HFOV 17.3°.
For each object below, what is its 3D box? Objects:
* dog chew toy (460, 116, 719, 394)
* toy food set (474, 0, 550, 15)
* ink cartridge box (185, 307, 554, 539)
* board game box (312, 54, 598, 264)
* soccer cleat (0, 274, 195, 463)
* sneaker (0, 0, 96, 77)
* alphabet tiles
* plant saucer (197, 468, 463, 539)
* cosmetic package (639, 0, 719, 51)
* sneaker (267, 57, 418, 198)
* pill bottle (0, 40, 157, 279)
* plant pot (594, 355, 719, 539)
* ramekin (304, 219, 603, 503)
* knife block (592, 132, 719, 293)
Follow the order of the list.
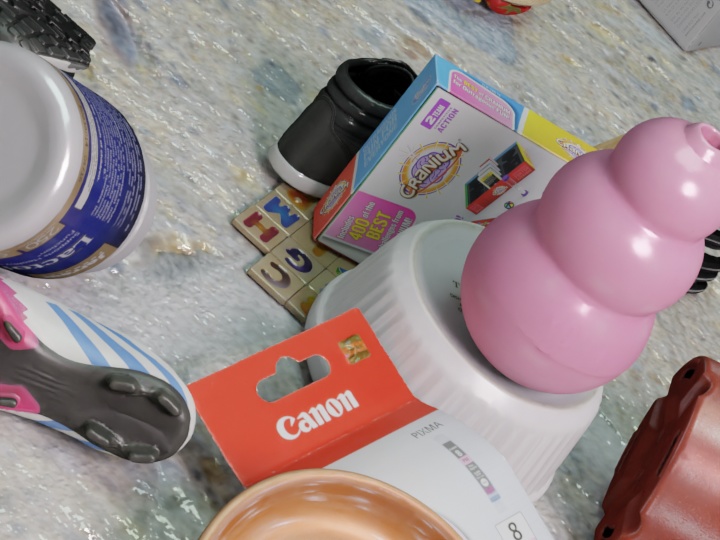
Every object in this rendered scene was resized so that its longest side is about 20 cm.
[{"bbox_3d":[0.150,-0.016,1.434,0.124,0.200,0.125,27,35,-21],"label":"dog chew toy"},{"bbox_3d":[0.091,-0.302,2.103,0.197,0.049,0.200,29,32,-18],"label":"toy food set"},{"bbox_3d":[0.011,0.121,1.380,0.162,0.057,0.201,-23,83,-45],"label":"ink cartridge box"},{"bbox_3d":[0.090,-0.039,1.630,0.200,0.153,0.040,29,30,-20],"label":"board game box"},{"bbox_3d":[-0.184,0.047,1.319,0.200,0.070,0.086,30,8,-12],"label":"soccer cleat"},{"bbox_3d":[-0.214,-0.120,1.431,0.076,0.088,0.200,42,5,-2],"label":"sneaker"},{"bbox_3d":[0.000,0.000,1.634,0.166,0.006,0.200,43,30,4],"label":"alphabet tiles"},{"bbox_3d":[-0.011,0.205,1.259,0.199,0.037,0.201,13,59,-22],"label":"plant saucer"},{"bbox_3d":[0.336,-0.338,2.355,0.200,0.123,0.199,48,30,16],"label":"cosmetic package"},{"bbox_3d":[0.033,-0.097,1.698,0.200,0.099,0.071,5,42,-47],"label":"sneaker"},{"bbox_3d":[-0.186,-0.056,1.333,0.116,0.116,0.200,47,4,12],"label":"pill bottle"},{"bbox_3d":[0.271,0.166,1.552,0.195,0.201,0.201,28,31,-3],"label":"plant pot"},{"bbox_3d":[0.069,0.056,1.537,0.202,0.094,0.203,27,36,-22],"label":"ramekin"},{"bbox_3d":[0.204,-0.025,1.861,0.199,0.176,0.064,-22,52,-6],"label":"knife block"}]
